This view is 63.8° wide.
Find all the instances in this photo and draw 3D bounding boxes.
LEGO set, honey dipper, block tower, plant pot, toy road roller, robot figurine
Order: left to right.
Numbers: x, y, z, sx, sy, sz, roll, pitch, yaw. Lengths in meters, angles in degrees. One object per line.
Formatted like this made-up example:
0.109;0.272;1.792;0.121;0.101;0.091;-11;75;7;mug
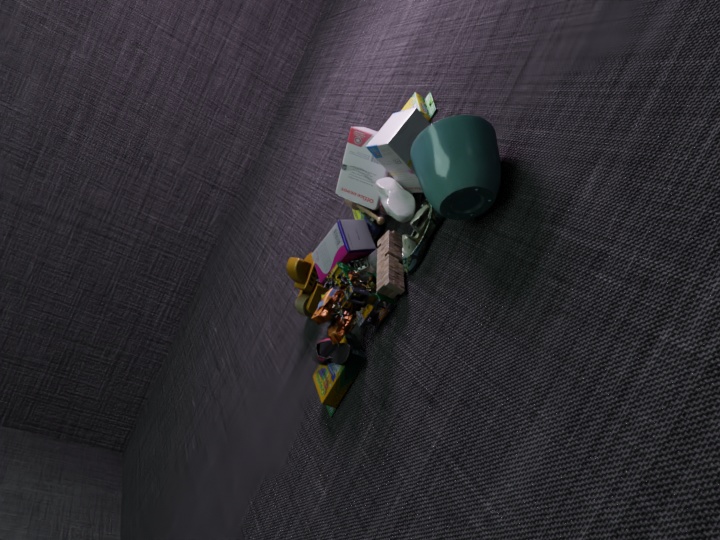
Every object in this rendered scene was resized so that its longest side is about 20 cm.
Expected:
-0.177;0.039;1.871;0.123;0.145;0.203;7;75;63;toy road roller
-0.048;0.094;1.558;0.058;0.145;0.201;-21;26;41;robot figurine
-0.012;0.075;1.504;0.116;0.198;0.154;-53;49;24;LEGO set
0.013;-0.175;1.691;0.038;0.038;0.200;-61;36;10;honey dipper
0.079;-0.018;1.522;0.058;0.054;0.202;-45;29;37;block tower
0.220;-0.212;1.282;0.200;0.198;0.163;-38;50;44;plant pot

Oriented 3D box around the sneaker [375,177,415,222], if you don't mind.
0.096;-0.167;1.527;0.201;0.074;0.089;-114;15;-53;sneaker

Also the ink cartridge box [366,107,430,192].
0.141;-0.299;1.508;0.126;0.200;0.128;-52;24;-11;ink cartridge box

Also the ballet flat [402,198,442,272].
0.143;-0.093;1.461;0.202;0.074;0.074;-63;26;9;ballet flat

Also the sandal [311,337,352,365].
-0.087;0.214;1.557;0.199;0.045;0.076;-9;61;60;sandal

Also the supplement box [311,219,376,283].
-0.053;-0.054;1.703;0.200;0.102;0.102;-44;59;49;supplement box

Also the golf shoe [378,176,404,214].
0.126;-0.246;1.625;0.092;0.072;0.203;27;102;48;golf shoe

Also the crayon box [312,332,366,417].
-0.067;0.279;1.578;0.202;0.051;0.126;-60;27;14;crayon box

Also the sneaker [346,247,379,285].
0.000;0.000;1.639;0.200;0.081;0.078;-48;31;33;sneaker

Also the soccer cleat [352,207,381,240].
0.007;-0.147;1.765;0.084;0.064;0.200;-62;27;15;soccer cleat

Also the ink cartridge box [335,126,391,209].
0.026;-0.297;1.678;0.143;0.084;0.203;23;112;22;ink cartridge box

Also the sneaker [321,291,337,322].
-0.075;0.111;1.697;0.200;0.077;0.087;143;135;-77;sneaker

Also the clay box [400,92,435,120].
0.146;-0.448;1.763;0.200;0.047;0.116;-50;31;33;clay box
